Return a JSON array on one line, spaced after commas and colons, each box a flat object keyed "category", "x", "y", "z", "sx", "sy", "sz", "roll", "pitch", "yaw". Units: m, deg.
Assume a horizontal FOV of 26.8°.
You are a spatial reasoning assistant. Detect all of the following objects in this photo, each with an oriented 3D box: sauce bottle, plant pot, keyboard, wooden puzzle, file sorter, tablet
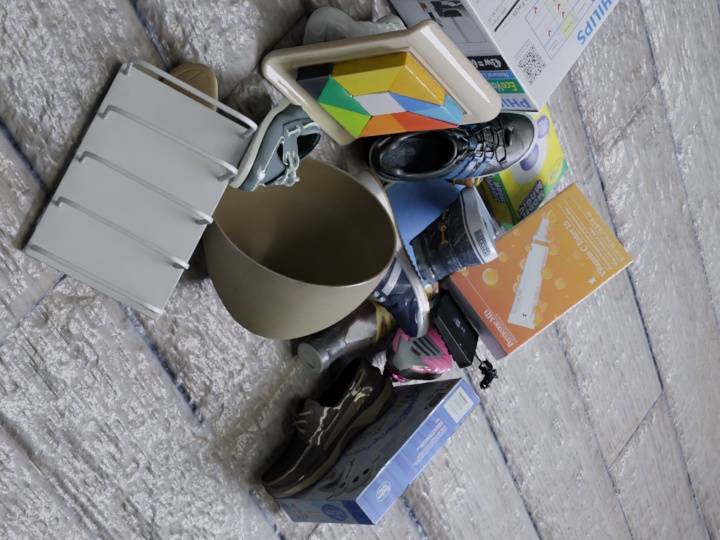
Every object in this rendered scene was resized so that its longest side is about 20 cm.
[{"category": "sauce bottle", "x": 0.008, "y": 0.055, "z": 1.774, "sx": 0.200, "sy": 0.066, "sz": 0.066, "roll": -36, "pitch": 132, "yaw": -34}, {"category": "plant pot", "x": -0.077, "y": -0.007, "z": 1.558, "sx": 0.200, "sy": 0.200, "sz": 0.135, "roll": -24, "pitch": 148, "yaw": -42}, {"category": "keyboard", "x": 0.122, "y": 0.087, "z": 1.787, "sx": 0.021, "sy": 0.127, "sz": 0.200, "roll": -34, "pitch": -178, "yaw": 11}, {"category": "wooden puzzle", "x": 0.023, "y": -0.186, "z": 1.577, "sx": 0.185, "sy": 0.199, "sz": 0.037, "roll": 38, "pitch": 50, "yaw": -51}, {"category": "file sorter", "x": -0.195, "y": -0.074, "z": 1.364, "sx": 0.138, "sy": 0.124, "sz": 0.201, "roll": 28, "pitch": 83, "yaw": -10}, {"category": "tablet", "x": 0.073, "y": -0.054, "z": 1.796, "sx": 0.200, "sy": 0.014, "sz": 0.131, "roll": -36, "pitch": 102, "yaw": -36}]

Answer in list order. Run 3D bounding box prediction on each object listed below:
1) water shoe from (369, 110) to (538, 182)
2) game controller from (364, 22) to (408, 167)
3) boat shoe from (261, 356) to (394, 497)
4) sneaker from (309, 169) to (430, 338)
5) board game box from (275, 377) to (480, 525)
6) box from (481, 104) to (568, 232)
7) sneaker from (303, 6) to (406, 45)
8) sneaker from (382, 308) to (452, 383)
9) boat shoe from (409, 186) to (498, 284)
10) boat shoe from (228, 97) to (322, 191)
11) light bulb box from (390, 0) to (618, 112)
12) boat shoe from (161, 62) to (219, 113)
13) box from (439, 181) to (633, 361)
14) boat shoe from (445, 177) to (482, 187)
[{"category": "water shoe", "x": 0.111, "y": -0.133, "z": 1.690, "sx": 0.199, "sy": 0.079, "sz": 0.072, "roll": -14, "pitch": 98, "yaw": -9}, {"category": "game controller", "x": 0.067, "y": -0.205, "z": 1.748, "sx": 0.104, "sy": 0.042, "sz": 0.201, "roll": 15, "pitch": 95, "yaw": -38}, {"category": "boat shoe", "x": -0.049, "y": 0.179, "z": 1.773, "sx": 0.200, "sy": 0.074, "sz": 0.073, "roll": -45, "pitch": 112, "yaw": -21}, {"category": "sneaker", "x": 0.000, "y": 0.000, "z": 1.688, "sx": 0.108, "sy": 0.070, "sz": 0.201, "roll": -27, "pitch": 105, "yaw": -21}, {"category": "board game box", "x": 0.018, "y": 0.211, "z": 1.760, "sx": 0.200, "sy": 0.199, "sz": 0.043, "roll": -46, "pitch": 106, "yaw": -26}, {"category": "box", "x": 0.201, "y": -0.145, "z": 1.926, "sx": 0.117, "sy": 0.048, "sz": 0.200, "roll": -51, "pitch": 141, "yaw": -21}, {"category": "sneaker", "x": 0.007, "y": -0.242, "z": 1.633, "sx": 0.200, "sy": 0.078, "sz": 0.100, "roll": 38, "pitch": 62, "yaw": -52}, {"category": "sneaker", "x": 0.062, "y": 0.109, "z": 1.819, "sx": 0.095, "sy": 0.079, "sz": 0.200, "roll": -40, "pitch": 173, "yaw": 17}, {"category": "boat shoe", "x": 0.103, "y": -0.042, "z": 1.740, "sx": 0.200, "sy": 0.090, "sz": 0.071, "roll": -77, "pitch": 143, "yaw": -76}, {"category": "boat shoe", "x": -0.079, "y": -0.119, "z": 1.503, "sx": 0.073, "sy": 0.062, "sz": 0.200, "roll": -55, "pitch": -175, "yaw": 22}, {"category": "light bulb box", "x": 0.159, "y": -0.315, "z": 1.686, "sx": 0.199, "sy": 0.124, "sz": 0.200, "roll": -53, "pitch": 126, "yaw": -22}, {"category": "boat shoe", "x": -0.179, "y": -0.101, "z": 1.471, "sx": 0.065, "sy": 0.071, "sz": 0.201, "roll": 31, "pitch": 70, "yaw": -75}, {"category": "box", "x": 0.217, "y": 0.003, "z": 1.884, "sx": 0.200, "sy": 0.125, "sz": 0.097, "roll": -37, "pitch": 176, "yaw": -7}, {"category": "boat shoe", "x": 0.145, "y": -0.185, "z": 1.791, "sx": 0.072, "sy": 0.068, "sz": 0.201, "roll": 78, "pitch": 33, "yaw": -68}]
